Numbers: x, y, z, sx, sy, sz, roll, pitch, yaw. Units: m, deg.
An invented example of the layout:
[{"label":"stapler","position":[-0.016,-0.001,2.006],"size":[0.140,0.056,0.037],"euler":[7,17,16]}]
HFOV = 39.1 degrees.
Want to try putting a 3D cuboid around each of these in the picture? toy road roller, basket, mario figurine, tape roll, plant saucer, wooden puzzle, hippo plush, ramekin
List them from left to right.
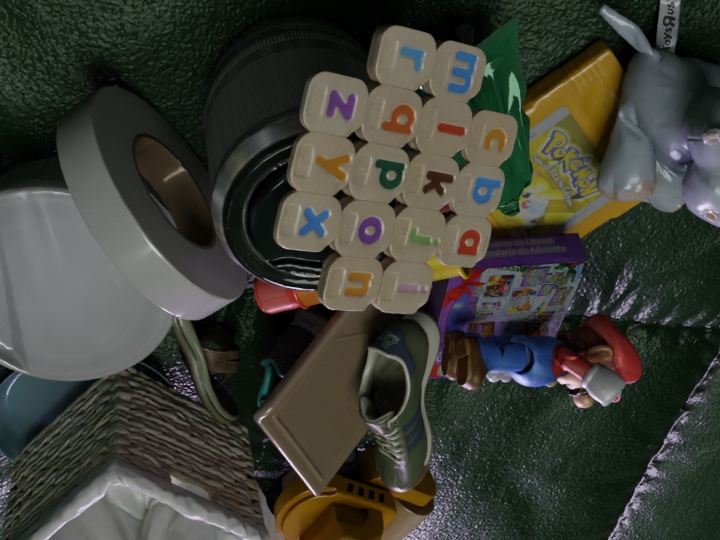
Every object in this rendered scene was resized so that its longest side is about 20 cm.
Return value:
[{"label":"ramekin","position":[-0.259,-0.008,0.891],"size":[0.202,0.094,0.203],"euler":[-2,124,-3]},{"label":"plant saucer","position":[-0.288,0.150,1.072],"size":[0.199,0.027,0.201],"euler":[-6,129,-7]},{"label":"basket","position":[-0.232,0.237,1.034],"size":[0.200,0.161,0.198],"euler":[-42,125,20]},{"label":"tape roll","position":[-0.163,-0.055,0.819],"size":[0.037,0.203,0.203],"euler":[-31,129,14]},{"label":"wooden puzzle","position":[-0.022,0.114,1.020],"size":[0.185,0.037,0.200],"euler":[-51,148,-19]},{"label":"toy road roller","position":[-0.007,0.290,1.169],"size":[0.200,0.146,0.123],"euler":[25,120,-28]},{"label":"mario figurine","position":[0.186,0.106,1.009],"size":[0.199,0.124,0.106],"euler":[2,130,-12]},{"label":"hippo plush","position":[0.310,-0.125,0.869],"size":[0.159,0.161,0.201],"euler":[-15,118,-24]}]

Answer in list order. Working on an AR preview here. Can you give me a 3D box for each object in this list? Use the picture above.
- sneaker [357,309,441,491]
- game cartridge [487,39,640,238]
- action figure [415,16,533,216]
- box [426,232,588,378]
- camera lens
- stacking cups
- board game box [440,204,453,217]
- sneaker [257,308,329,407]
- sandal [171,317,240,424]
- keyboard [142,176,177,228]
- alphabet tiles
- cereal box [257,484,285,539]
[{"label":"sneaker","position":[0.027,0.143,1.017],"size":[0.090,0.067,0.201],"euler":[-23,124,-52]},{"label":"game cartridge","position":[0.188,-0.098,0.970],"size":[0.200,0.032,0.176],"euler":[-34,128,17]},{"label":"action figure","position":[0.106,-0.117,0.884],"size":[0.118,0.055,0.200],"euler":[-27,133,2]},{"label":"box","position":[0.139,0.040,1.038],"size":[0.136,0.039,0.200],"euler":[-4,144,-10]},{"label":"camera lens","position":[-0.043,-0.095,0.811],"size":[0.159,0.200,0.160],"euler":[-6,130,-7]},{"label":"stacking cups","position":[0.000,0.000,0.937],"size":[0.199,0.061,0.061],"euler":[-14,132,20]},{"label":"board game box","position":[-0.006,-0.038,0.923],"size":[0.199,0.020,0.103],"euler":[-16,175,13]},{"label":"sneaker","position":[-0.073,0.137,1.057],"size":[0.091,0.077,0.201],"euler":[-38,139,-42]},{"label":"sandal","position":[-0.151,0.079,1.015],"size":[0.057,0.080,0.201],"euler":[-22,131,-12]},{"label":"keyboard","position":[-0.170,-0.059,0.907],"size":[0.011,0.056,0.200],"euler":[-33,128,10]},{"label":"alphabet tiles","position":[0.029,-0.067,0.719],"size":[0.195,0.015,0.201],"euler":[4,104,-38]},{"label":"cereal box","position":[-0.136,0.348,1.192],"size":[0.039,0.144,0.200],"euler":[0,134,23]}]
